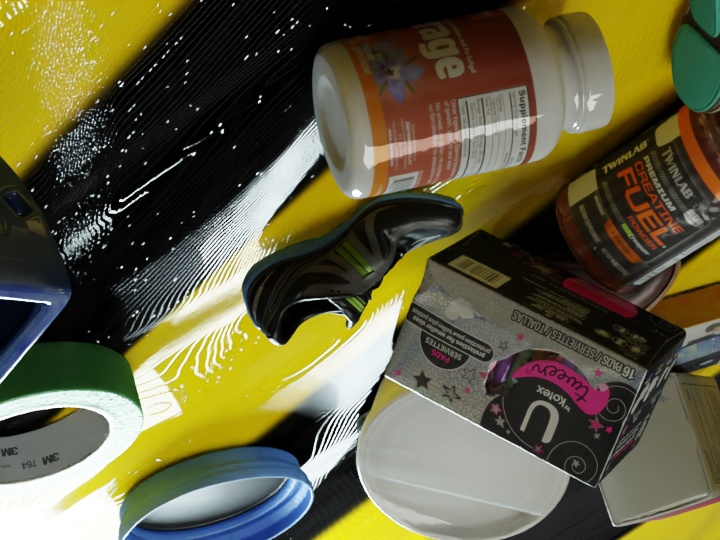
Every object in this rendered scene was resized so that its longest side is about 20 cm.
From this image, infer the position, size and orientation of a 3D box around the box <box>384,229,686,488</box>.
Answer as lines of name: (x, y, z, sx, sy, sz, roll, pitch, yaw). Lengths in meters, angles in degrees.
box: (0.141, 0.070, 1.788, 0.132, 0.199, 0.116, -28, 141, -64)

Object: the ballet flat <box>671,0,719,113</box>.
ballet flat: (0.276, -0.186, 1.635, 0.067, 0.068, 0.200, -31, 157, -12)

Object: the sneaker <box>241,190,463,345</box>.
sneaker: (0.000, 0.000, 1.783, 0.199, 0.083, 0.071, -28, 152, 12)

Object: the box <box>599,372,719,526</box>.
box: (0.309, 0.181, 2.233, 0.108, 0.129, 0.200, -20, 169, 19)

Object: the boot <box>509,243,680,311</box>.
boot: (0.170, 0.010, 1.926, 0.199, 0.073, 0.166, -24, 156, 18)

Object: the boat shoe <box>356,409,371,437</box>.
boat shoe: (0.098, 0.156, 2.166, 0.198, 0.069, 0.074, -9, 153, -19)

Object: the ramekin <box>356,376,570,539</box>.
ramekin: (0.097, 0.150, 2.048, 0.200, 0.095, 0.204, 3, 127, 4)

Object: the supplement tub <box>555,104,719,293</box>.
supplement tub: (0.263, -0.072, 1.795, 0.199, 0.108, 0.107, -35, 150, 28)

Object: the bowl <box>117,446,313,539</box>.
bowl: (-0.146, 0.234, 2.187, 0.199, 0.040, 0.201, -15, 153, -8)

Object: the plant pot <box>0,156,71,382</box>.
plant pot: (-0.329, -0.015, 1.424, 0.199, 0.181, 0.200, 3, 147, -39)

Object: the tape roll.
tape roll: (-0.286, 0.130, 1.885, 0.199, 0.048, 0.201, -16, 154, -8)

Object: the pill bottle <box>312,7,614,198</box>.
pill bottle: (0.073, -0.124, 1.562, 0.198, 0.113, 0.112, -13, 153, -14)

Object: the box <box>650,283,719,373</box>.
box: (0.313, 0.065, 2.169, 0.198, 0.042, 0.119, -18, 155, -8)
